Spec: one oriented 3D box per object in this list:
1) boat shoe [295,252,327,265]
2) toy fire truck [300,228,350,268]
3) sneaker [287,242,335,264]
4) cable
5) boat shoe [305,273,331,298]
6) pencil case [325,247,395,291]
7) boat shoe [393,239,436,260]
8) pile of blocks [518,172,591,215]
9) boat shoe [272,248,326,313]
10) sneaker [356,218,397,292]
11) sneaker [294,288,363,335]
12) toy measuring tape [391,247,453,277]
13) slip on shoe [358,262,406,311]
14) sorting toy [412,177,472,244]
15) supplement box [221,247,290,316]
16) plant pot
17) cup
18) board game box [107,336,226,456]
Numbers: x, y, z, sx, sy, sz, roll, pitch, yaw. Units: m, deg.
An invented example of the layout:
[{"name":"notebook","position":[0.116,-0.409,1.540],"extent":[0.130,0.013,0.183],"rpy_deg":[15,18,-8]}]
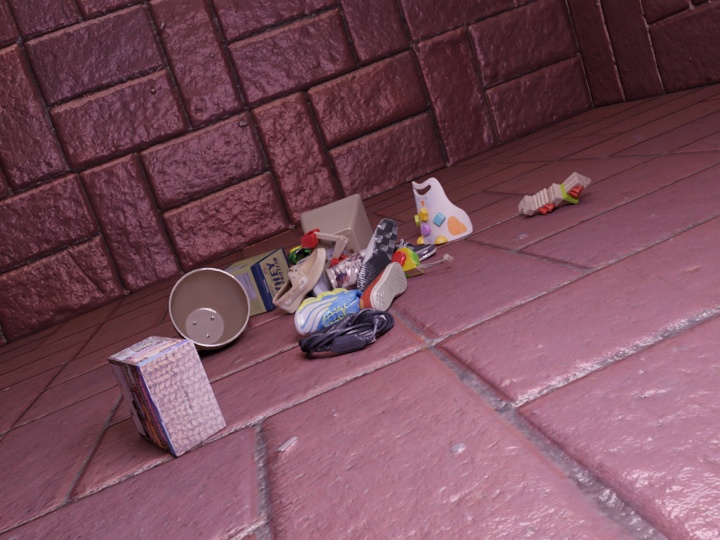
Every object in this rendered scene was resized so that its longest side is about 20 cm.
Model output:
[{"name":"boat shoe","position":[-0.119,-0.043,2.145],"extent":[0.196,0.072,0.091],"rpy_deg":[-17,15,29]},{"name":"toy fire truck","position":[-0.056,-0.045,1.792],"extent":[0.195,0.144,0.049],"rpy_deg":[-4,25,24]},{"name":"sneaker","position":[-0.172,-0.073,2.417],"extent":[0.197,0.079,0.085],"rpy_deg":[-32,20,-10]},{"name":"cable","position":[-0.033,0.117,1.299],"extent":[0.196,0.052,0.163],"rpy_deg":[-17,12,21]},{"name":"boat shoe","position":[-0.119,0.051,1.751],"extent":[0.071,0.072,0.200],"rpy_deg":[-44,14,5]},{"name":"pencil case","position":[0.000,0.000,1.694],"extent":[0.197,0.091,0.078],"rpy_deg":[-27,-15,-15]},{"name":"boat shoe","position":[0.110,-0.049,1.784],"extent":[0.196,0.064,0.073],"rpy_deg":[-15,12,27]},{"name":"pile of blocks","position":[0.513,-0.181,1.729],"extent":[0.197,0.082,0.063],"rpy_deg":[-25,50,32]},{"name":"boat shoe","position":[-0.156,0.021,1.676],"extent":[0.201,0.064,0.073],"rpy_deg":[-54,27,23]},{"name":"sneaker","position":[0.039,-0.020,1.619],"extent":[0.089,0.073,0.204],"rpy_deg":[135,158,-71]},{"name":"sneaker","position":[-0.059,0.082,1.446],"extent":[0.103,0.077,0.199],"rpy_deg":[-12,14,35]},{"name":"toy measuring tape","position":[0.138,-0.030,1.599],"extent":[0.197,0.075,0.073],"rpy_deg":[-19,10,38]},{"name":"slip on shoe","position":[0.052,0.039,1.472],"extent":[0.060,0.075,0.200],"rpy_deg":[-17,17,31]},{"name":"sorting toy","position":[0.207,-0.176,1.901],"extent":[0.105,0.184,0.199],"rpy_deg":[-24,11,-25]},{"name":"supplement box","position":[-0.325,0.045,1.942],"extent":[0.195,0.137,0.200],"rpy_deg":[-16,12,21]},{"name":"plant pot","position":[-0.062,-0.075,1.934],"extent":[0.195,0.204,0.178],"rpy_deg":[-18,23,8]},{"name":"cup","position":[-0.386,0.116,1.652],"extent":[0.198,0.203,0.144],"rpy_deg":[-26,-13,-29]},{"name":"board game box","position":[-0.339,0.209,1.136],"extent":[0.096,0.163,0.198],"rpy_deg":[-27,14,-33]}]
